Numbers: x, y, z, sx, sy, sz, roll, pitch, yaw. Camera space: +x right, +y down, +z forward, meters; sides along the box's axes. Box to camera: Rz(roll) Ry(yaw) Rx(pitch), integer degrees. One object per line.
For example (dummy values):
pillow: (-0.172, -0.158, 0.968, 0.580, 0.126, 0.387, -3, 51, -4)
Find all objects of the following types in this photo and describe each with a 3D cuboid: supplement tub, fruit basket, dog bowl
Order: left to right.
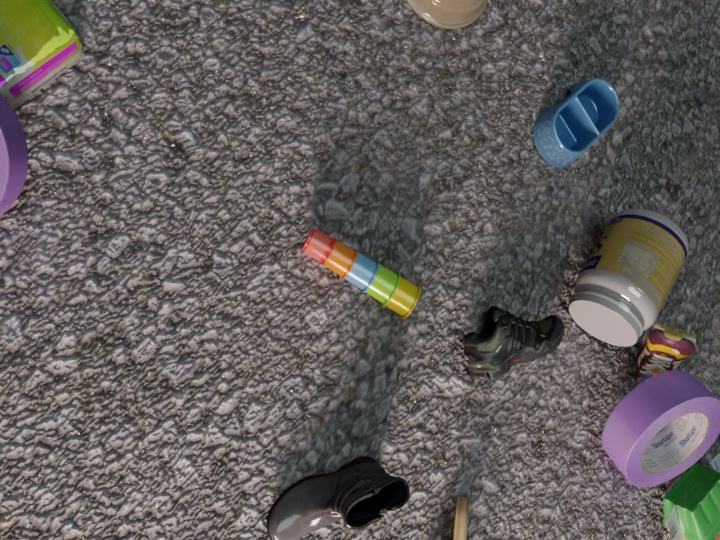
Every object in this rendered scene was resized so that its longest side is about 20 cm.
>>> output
dog bowl: (0.411, -0.282, 0.997, 0.199, 0.049, 0.113, -40, 97, -17)
supplement tub: (0.468, 0.012, 0.935, 0.145, 0.145, 0.202, 40, 74, -10)
fruit basket: (0.640, 0.475, 0.986, 0.182, 0.093, 0.205, -34, 110, -18)

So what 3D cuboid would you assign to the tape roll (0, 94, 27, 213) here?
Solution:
tape roll: (-0.512, -0.144, 0.627, 0.192, 0.066, 0.209, -4, 107, -13)

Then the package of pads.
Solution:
package of pads: (-0.484, -0.332, 0.695, 0.155, 0.068, 0.201, -44, 99, -17)

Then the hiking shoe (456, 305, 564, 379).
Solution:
hiking shoe: (0.257, 0.103, 0.891, 0.194, 0.075, 0.104, -22, 94, -18)

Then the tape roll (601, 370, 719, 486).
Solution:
tape roll: (0.518, 0.273, 0.911, 0.192, 0.066, 0.207, -9, 122, -14)

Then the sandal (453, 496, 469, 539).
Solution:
sandal: (0.126, 0.465, 0.826, 0.067, 0.078, 0.220, 5, 74, 14)

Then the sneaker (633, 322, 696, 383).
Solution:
sneaker: (0.522, 0.156, 0.921, 0.073, 0.199, 0.093, 23, 83, 28)

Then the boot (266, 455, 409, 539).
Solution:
boot: (-0.036, 0.327, 0.740, 0.195, 0.131, 0.072, -27, 93, -19)

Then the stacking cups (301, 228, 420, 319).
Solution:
stacking cups: (0.000, 0.000, 0.833, 0.196, 0.060, 0.062, 32, 76, -7)
